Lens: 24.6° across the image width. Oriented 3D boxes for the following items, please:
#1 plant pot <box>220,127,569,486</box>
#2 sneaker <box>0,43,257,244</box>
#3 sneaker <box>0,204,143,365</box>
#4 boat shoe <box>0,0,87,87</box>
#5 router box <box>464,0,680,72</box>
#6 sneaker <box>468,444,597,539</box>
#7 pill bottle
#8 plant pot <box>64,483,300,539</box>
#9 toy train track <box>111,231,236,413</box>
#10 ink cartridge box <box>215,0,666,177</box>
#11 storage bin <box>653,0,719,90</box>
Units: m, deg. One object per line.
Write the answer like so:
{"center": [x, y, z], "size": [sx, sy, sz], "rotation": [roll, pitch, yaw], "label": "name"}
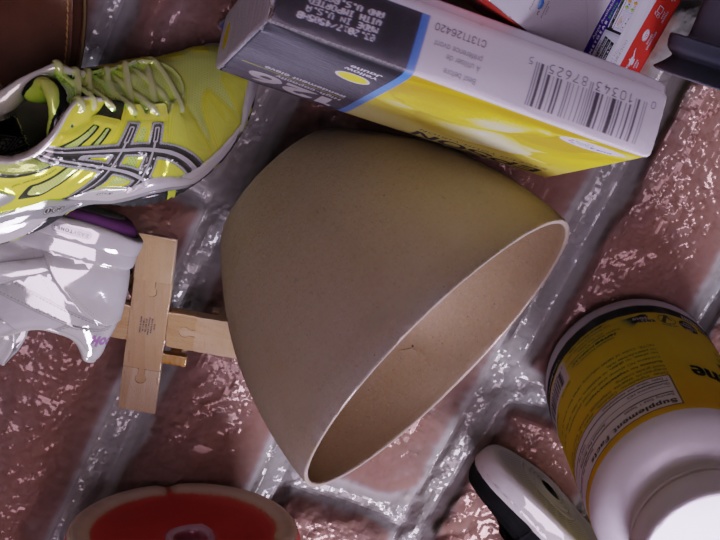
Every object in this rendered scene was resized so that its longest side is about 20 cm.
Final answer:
{"center": [0.000, 0.000, 0.915], "size": [0.135, 0.200, 0.201], "rotation": [46, 107, 15], "label": "plant pot"}
{"center": [-0.138, -0.075, 0.870], "size": [0.199, 0.076, 0.077], "rotation": [-27, 158, -26], "label": "sneaker"}
{"center": [-0.224, -0.003, 0.913], "size": [0.197, 0.075, 0.101], "rotation": [13, 98, 3], "label": "sneaker"}
{"center": [-0.182, -0.174, 0.860], "size": [0.071, 0.068, 0.202], "rotation": [-2, 116, -5], "label": "boat shoe"}
{"center": [0.129, -0.199, 0.810], "size": [0.201, 0.049, 0.179], "rotation": [-60, 150, 6], "label": "router box"}
{"center": [0.112, 0.209, 1.073], "size": [0.112, 0.073, 0.200], "rotation": [-41, 114, 12], "label": "sneaker"}
{"center": [0.179, 0.109, 0.961], "size": [0.111, 0.201, 0.114], "rotation": [-2, 117, -5], "label": "pill bottle"}
{"center": [-0.107, 0.239, 1.009], "size": [0.198, 0.201, 0.180], "rotation": [0, 105, -6], "label": "plant pot"}
{"center": [-0.165, 0.018, 0.977], "size": [0.197, 0.033, 0.116], "rotation": [10, 114, -3], "label": "toy train track"}
{"center": [0.028, -0.096, 0.849], "size": [0.195, 0.200, 0.048], "rotation": [16, 83, -12], "label": "ink cartridge box"}
{"center": [0.270, -0.145, 0.886], "size": [0.198, 0.145, 0.136], "rotation": [11, 102, -33], "label": "storage bin"}
